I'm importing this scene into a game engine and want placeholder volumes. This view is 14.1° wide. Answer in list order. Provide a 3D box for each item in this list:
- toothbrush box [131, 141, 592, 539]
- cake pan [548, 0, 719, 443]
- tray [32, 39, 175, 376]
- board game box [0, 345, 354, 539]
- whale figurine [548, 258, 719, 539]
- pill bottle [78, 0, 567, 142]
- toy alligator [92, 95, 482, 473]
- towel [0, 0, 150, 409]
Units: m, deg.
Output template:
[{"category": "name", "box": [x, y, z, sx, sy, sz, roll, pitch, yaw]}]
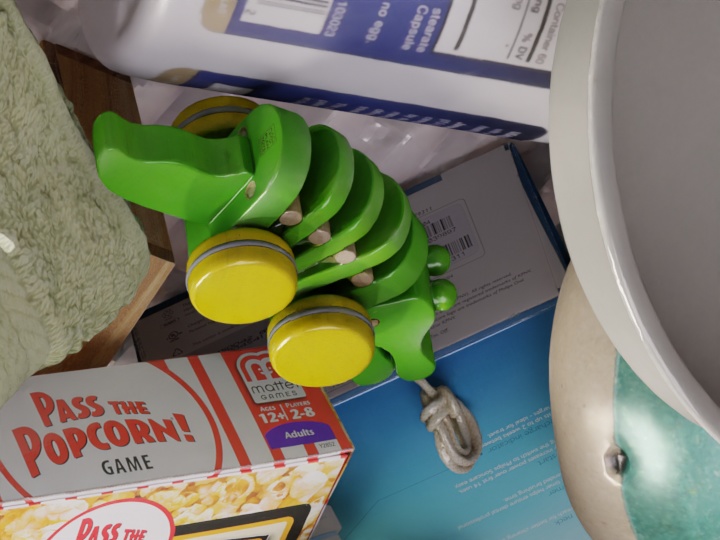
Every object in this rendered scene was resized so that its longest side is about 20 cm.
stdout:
[{"category": "toothbrush box", "box": [0.030, 0.077, 0.996, 0.146, 0.085, 0.200, -25, 130, 5]}, {"category": "cake pan", "box": [0.129, -0.037, 0.785, 0.200, 0.037, 0.201, 1, 88, -35]}, {"category": "tray", "box": [-0.129, 0.035, 0.910, 0.037, 0.099, 0.200, 20, 121, -27]}, {"category": "board game box", "box": [-0.104, 0.112, 0.880, 0.151, 0.046, 0.200, -6, 140, -31]}, {"category": "whale figurine", "box": [0.143, 0.019, 0.914, 0.200, 0.103, 0.160, -32, 121, -46]}, {"category": "pill bottle", "box": [0.027, -0.097, 0.837, 0.199, 0.111, 0.111, 8, 126, -21]}, {"category": "toy alligator", "box": [0.000, 0.000, 0.832, 0.054, 0.060, 0.200, -26, 139, 22]}, {"category": "towel", "box": [-0.136, -0.035, 0.735, 0.036, 0.148, 0.201, 3, 130, 42]}]
